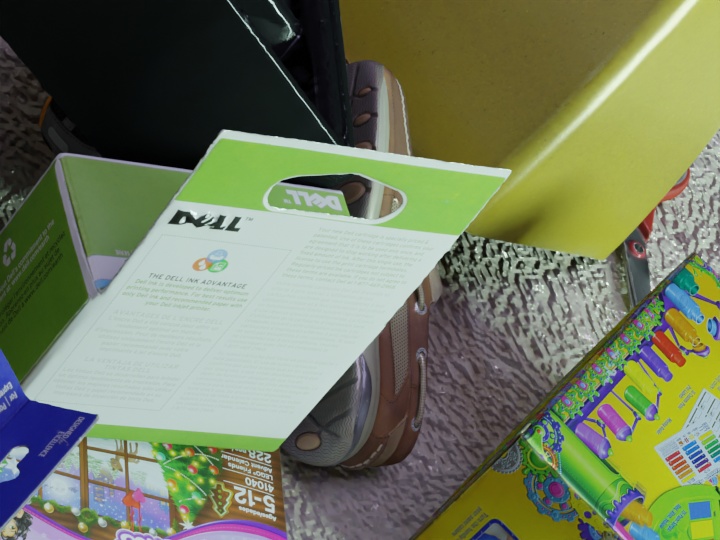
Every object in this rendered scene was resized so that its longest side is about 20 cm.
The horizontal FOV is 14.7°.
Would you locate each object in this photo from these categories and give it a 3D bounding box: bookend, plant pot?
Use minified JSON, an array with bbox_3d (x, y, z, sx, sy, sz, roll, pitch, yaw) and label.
[{"bbox_3d":[-0.093,-0.151,1.230,0.199,0.092,0.200,52,21,-40],"label":"bookend"},{"bbox_3d":[0.105,-0.142,1.441,0.200,0.176,0.200,58,20,18],"label":"plant pot"}]

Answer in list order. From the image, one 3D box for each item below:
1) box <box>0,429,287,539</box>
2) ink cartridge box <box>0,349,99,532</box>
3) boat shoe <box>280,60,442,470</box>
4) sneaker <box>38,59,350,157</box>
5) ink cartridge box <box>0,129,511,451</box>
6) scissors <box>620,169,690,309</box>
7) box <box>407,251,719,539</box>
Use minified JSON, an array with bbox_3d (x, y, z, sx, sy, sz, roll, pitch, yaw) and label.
[{"bbox_3d":[-0.126,0.081,1.203,0.200,0.039,0.137,18,45,-27],"label":"box"},{"bbox_3d":[-0.211,0.051,1.081,0.200,0.037,0.095,12,34,20],"label":"ink cartridge box"},{"bbox_3d":[0.000,0.000,1.336,0.072,0.076,0.200,20,69,-44],"label":"boat shoe"},{"bbox_3d":[-0.075,-0.080,1.369,0.077,0.078,0.200,38,32,19],"label":"sneaker"},{"bbox_3d":[-0.054,-0.013,1.158,0.148,0.200,0.076,7,49,-35],"label":"ink cartridge box"},{"bbox_3d":[0.144,-0.021,1.542,0.073,0.014,0.200,33,41,-15],"label":"scissors"},{"bbox_3d":[0.153,0.131,1.323,0.193,0.122,0.200,45,39,4],"label":"box"}]
